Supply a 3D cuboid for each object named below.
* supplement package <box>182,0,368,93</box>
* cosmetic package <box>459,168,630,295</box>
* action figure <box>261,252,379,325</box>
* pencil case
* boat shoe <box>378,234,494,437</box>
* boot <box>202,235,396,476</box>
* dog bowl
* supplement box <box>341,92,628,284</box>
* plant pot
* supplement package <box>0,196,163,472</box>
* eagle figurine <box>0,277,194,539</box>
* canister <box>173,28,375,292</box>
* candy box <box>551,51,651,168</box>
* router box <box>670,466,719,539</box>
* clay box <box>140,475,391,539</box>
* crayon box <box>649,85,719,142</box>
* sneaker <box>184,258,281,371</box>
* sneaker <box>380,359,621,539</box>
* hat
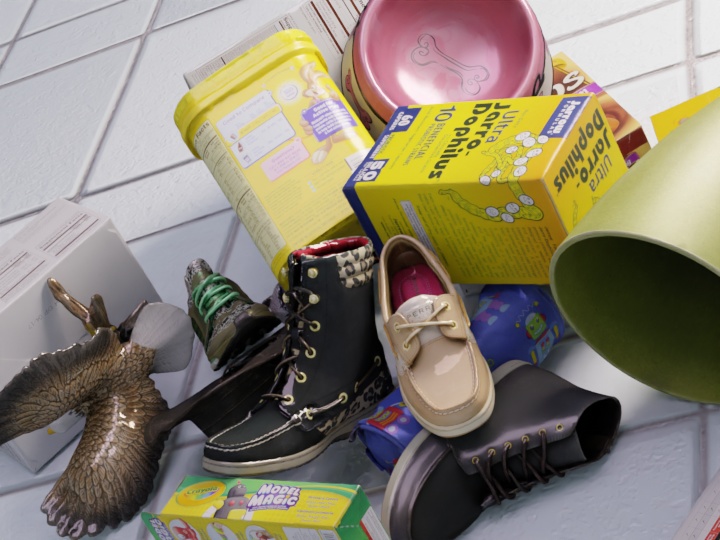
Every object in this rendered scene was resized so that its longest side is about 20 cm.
[{"bbox_3d":[-0.049,-0.166,1.847,0.199,0.148,0.191,-32,-4,-3],"label":"supplement package"},{"bbox_3d":[0.165,-0.031,1.613,0.198,0.083,0.051,-7,40,33],"label":"cosmetic package"},{"bbox_3d":[0.000,0.000,1.715,0.192,0.105,0.201,-31,44,12],"label":"action figure"},{"bbox_3d":[0.079,0.092,1.511,0.200,0.078,0.087,-46,20,-25],"label":"pencil case"},{"bbox_3d":[0.050,0.046,1.458,0.073,0.070,0.201,-24,38,1],"label":"boat shoe"},{"bbox_3d":[-0.053,0.067,1.480,0.073,0.156,0.202,8,20,43],"label":"boot"},{"bbox_3d":[0.079,-0.191,1.705,0.197,0.074,0.203,0,72,0],"label":"dog bowl"},{"bbox_3d":[0.105,-0.065,1.528,0.198,0.110,0.109,0,42,38],"label":"supplement box"},{"bbox_3d":[0.268,-0.037,1.413,0.186,0.188,0.201,4,51,43],"label":"plant pot"},{"bbox_3d":[-0.300,0.059,1.792,0.200,0.157,0.110,-42,34,-20],"label":"supplement package"},{"bbox_3d":[-0.240,0.118,1.663,0.150,0.152,0.201,14,33,0],"label":"eagle figurine"},{"bbox_3d":[-0.058,-0.095,1.665,0.148,0.087,0.201,-33,62,-1],"label":"canister"},{"bbox_3d":[0.185,-0.123,1.755,0.116,0.057,0.200,-31,30,-1],"label":"candy box"},{"bbox_3d":[0.329,0.148,1.251,0.178,0.049,0.200,9,48,46],"label":"router box"},{"bbox_3d":[-0.065,0.212,1.420,0.198,0.116,0.048,0,40,38],"label":"clay box"},{"bbox_3d":[0.347,-0.096,1.577,0.171,0.059,0.201,-23,32,12],"label":"crayon box"},{"bbox_3d":[-0.132,0.033,1.703,0.077,0.089,0.200,-38,8,-10],"label":"sneaker"},{"bbox_3d":[0.105,0.146,1.414,0.106,0.075,0.200,11,48,47],"label":"sneaker"},{"bbox_3d":[-0.086,0.112,1.599,0.200,0.081,0.201,-34,5,3],"label":"hat"}]
